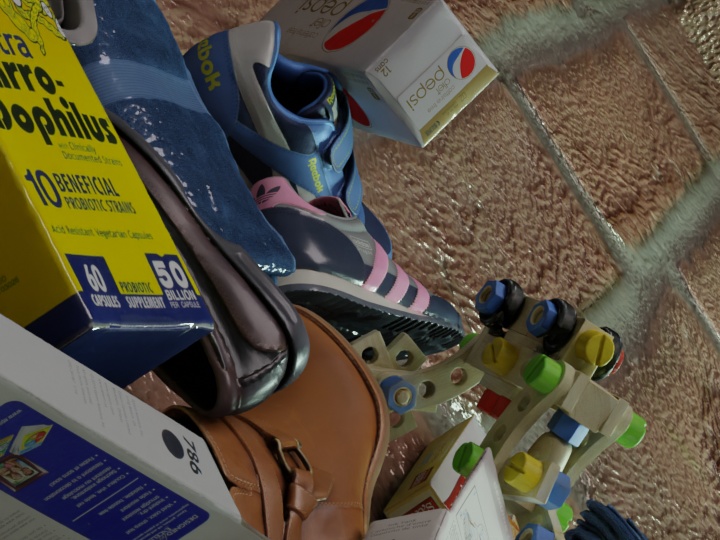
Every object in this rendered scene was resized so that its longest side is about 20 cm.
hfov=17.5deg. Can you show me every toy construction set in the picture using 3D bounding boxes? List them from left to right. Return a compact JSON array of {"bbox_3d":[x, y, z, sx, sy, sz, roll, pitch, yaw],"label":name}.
[{"bbox_3d":[0.073,0.073,1.251,0.092,0.132,0.200,32,-4,-39],"label":"toy construction set"}]

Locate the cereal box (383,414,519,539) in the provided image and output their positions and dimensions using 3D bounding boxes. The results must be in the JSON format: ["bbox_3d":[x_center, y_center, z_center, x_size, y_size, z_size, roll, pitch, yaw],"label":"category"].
[{"bbox_3d":[0.094,0.191,1.347,0.200,0.039,0.144,57,17,-4],"label":"cereal box"}]

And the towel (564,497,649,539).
[{"bbox_3d":[0.190,0.228,1.431,0.112,0.048,0.200,58,0,42],"label":"towel"}]

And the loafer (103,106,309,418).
[{"bbox_3d":[-0.111,-0.012,1.062,0.200,0.072,0.063,42,38,9],"label":"loafer"}]

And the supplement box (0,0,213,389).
[{"bbox_3d":[-0.165,-0.037,0.938,0.201,0.109,0.109,61,19,12],"label":"supplement box"}]

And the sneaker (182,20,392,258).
[{"bbox_3d":[-0.032,-0.066,1.371,0.200,0.082,0.074,47,20,-35],"label":"sneaker"}]

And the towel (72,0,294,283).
[{"bbox_3d":[-0.110,-0.074,1.212,0.112,0.048,0.201,14,47,-63],"label":"towel"}]

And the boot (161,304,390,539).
[{"bbox_3d":[-0.049,0.083,1.110,0.155,0.074,0.201,25,34,-52],"label":"boot"}]

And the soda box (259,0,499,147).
[{"bbox_3d":[0.001,-0.130,1.434,0.064,0.068,0.200,50,-12,-24],"label":"soda box"}]

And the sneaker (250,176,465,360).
[{"bbox_3d":[0.000,0.000,1.346,0.200,0.070,0.082,27,49,-60],"label":"sneaker"}]

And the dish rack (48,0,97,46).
[{"bbox_3d":[-0.212,-0.192,1.138,0.171,0.044,0.201,29,33,-38],"label":"dish rack"}]

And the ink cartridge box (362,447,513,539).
[{"bbox_3d":[0.050,0.207,1.103,0.176,0.044,0.201,-51,128,-70],"label":"ink cartridge box"}]

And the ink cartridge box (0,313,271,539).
[{"bbox_3d":[-0.126,0.079,0.869,0.200,0.099,0.039,40,24,-45],"label":"ink cartridge box"}]
